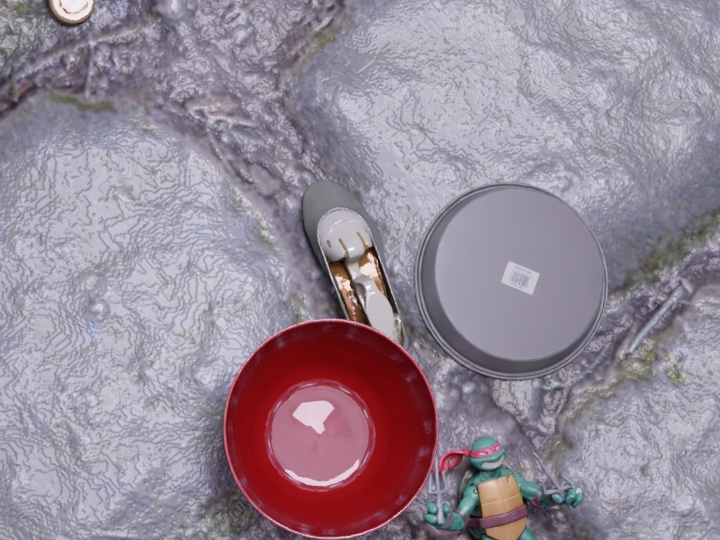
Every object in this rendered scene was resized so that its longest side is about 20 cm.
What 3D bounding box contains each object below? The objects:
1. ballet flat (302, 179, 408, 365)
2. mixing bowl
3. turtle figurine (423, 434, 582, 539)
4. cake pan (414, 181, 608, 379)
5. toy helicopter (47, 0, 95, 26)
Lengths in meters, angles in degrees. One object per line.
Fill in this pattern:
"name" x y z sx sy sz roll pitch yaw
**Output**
"ballet flat" 0.000 0.000 1.639 0.067 0.064 0.201 -19 83 -11
"mixing bowl" -0.032 0.152 1.585 0.199 0.108 0.201 1 80 -7
"turtle figurine" 0.137 0.232 1.603 0.149 0.101 0.201 -16 97 0
"cake pan" 0.154 0.007 1.675 0.199 0.037 0.201 1 81 -9
"toy helicopter" -0.278 -0.342 1.662 0.132 0.079 0.201 -3 91 -18
